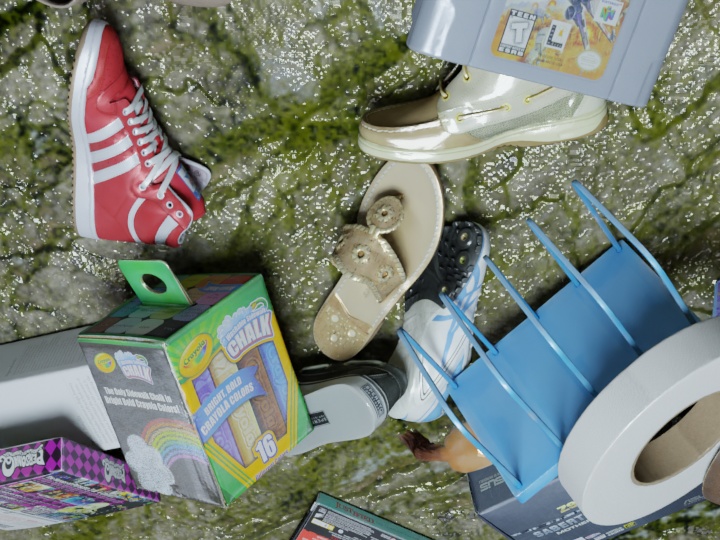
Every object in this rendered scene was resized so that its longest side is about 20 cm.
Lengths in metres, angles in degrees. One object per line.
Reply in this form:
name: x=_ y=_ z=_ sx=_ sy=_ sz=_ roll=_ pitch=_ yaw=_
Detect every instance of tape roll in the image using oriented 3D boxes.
tape roll: x=0.245 y=0.118 z=0.890 sx=0.201 sy=0.037 sz=0.204 roll=-22 pitch=141 yaw=-19

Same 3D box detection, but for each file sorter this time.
file sorter: x=0.147 y=0.049 z=0.906 sx=0.200 sy=0.139 sz=0.123 roll=-41 pitch=129 yaw=6

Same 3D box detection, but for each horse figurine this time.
horse figurine: x=0.127 y=0.138 z=1.014 sx=0.198 sy=0.132 sz=0.051 roll=-22 pitch=85 yaw=10

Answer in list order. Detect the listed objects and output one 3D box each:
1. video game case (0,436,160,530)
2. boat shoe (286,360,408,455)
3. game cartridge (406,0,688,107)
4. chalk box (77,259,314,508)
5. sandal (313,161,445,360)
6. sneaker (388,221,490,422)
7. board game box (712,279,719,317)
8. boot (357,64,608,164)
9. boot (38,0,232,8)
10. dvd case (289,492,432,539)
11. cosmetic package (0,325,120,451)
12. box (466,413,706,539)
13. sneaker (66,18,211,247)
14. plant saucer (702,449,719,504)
video game case: x=-0.313 y=0.208 z=1.090 sx=0.179 sy=0.036 sz=0.200 roll=-12 pitch=158 yaw=13
boat shoe: x=-0.037 y=0.122 z=1.046 sx=0.199 sy=0.063 sz=0.071 roll=-11 pitch=107 yaw=45
game cartridge: x=0.140 y=-0.197 z=0.795 sx=0.197 sy=0.042 sz=0.135 roll=8 pitch=118 yaw=-22
chalk box: x=-0.146 y=0.077 z=0.977 sx=0.123 sy=0.123 sz=0.202 roll=2 pitch=116 yaw=41
sandal: x=0.005 y=0.003 z=0.967 sx=0.077 sy=0.070 sz=0.213 roll=34 pitch=123 yaw=12
sneaker: x=0.075 y=0.045 z=1.009 sx=0.072 sy=0.072 sz=0.202 roll=0 pitch=122 yaw=-32
board game box: x=0.390 y=0.074 z=1.004 sx=0.156 sy=0.039 sz=0.202 roll=-2 pitch=122 yaw=7
boot: x=0.086 y=-0.167 z=0.864 sx=0.197 sy=0.072 sz=0.156 roll=-9 pitch=122 yaw=2
boot: x=-0.187 y=-0.221 z=0.811 sx=0.198 sy=0.147 sz=0.071 roll=22 pitch=120 yaw=-9
dvd case: x=-0.022 y=0.332 z=1.216 sx=0.144 sy=0.022 sz=0.201 roll=24 pitch=120 yaw=-9
cosmetic package: x=-0.279 y=0.117 z=1.076 sx=0.197 sy=0.074 sz=0.103 roll=-10 pitch=121 yaw=14
box: x=0.220 y=0.195 z=1.059 sx=0.198 sy=0.051 sz=0.158 roll=-28 pitch=138 yaw=19
sneaker: x=-0.176 y=-0.104 z=0.928 sx=0.111 sy=0.072 sz=0.202 roll=11 pitch=130 yaw=3
plant saucer: x=0.375 y=0.137 z=0.964 sx=0.198 sy=0.032 sz=0.202 roll=-24 pitch=144 yaw=-19
